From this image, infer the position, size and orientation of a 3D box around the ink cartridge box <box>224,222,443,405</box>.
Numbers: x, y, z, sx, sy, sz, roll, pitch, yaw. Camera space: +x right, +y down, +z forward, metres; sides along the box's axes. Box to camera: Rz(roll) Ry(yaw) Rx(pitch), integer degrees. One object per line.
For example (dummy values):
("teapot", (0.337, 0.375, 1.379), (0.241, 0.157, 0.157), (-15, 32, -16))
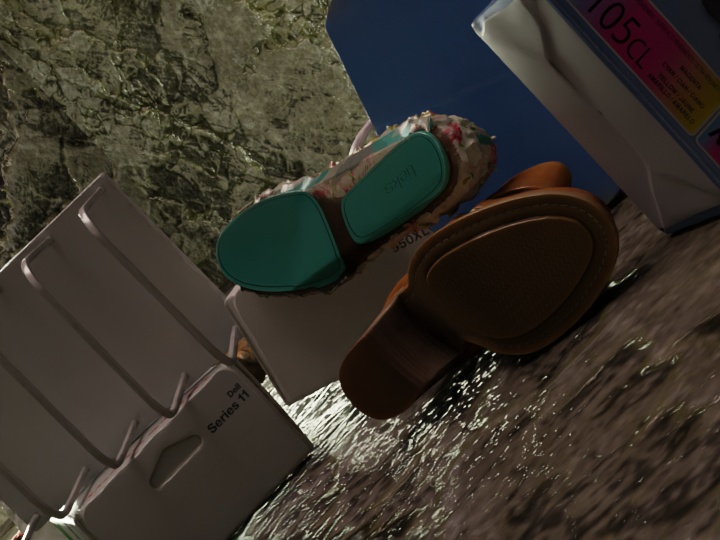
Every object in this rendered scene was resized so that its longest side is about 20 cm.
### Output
("ink cartridge box", (0.000, 0.000, 1.051), (0.144, 0.084, 0.200), (-29, 8, 9))

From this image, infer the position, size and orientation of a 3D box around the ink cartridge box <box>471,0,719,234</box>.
("ink cartridge box", (0.167, -0.137, 0.709), (0.200, 0.136, 0.076), (-47, 8, -20))

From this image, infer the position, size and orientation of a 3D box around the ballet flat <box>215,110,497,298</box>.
("ballet flat", (0.002, -0.033, 0.902), (0.200, 0.076, 0.064), (-22, -3, 40))

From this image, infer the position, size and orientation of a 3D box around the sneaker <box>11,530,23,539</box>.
("sneaker", (-0.264, 0.226, 1.513), (0.200, 0.071, 0.098), (-44, 8, 19))

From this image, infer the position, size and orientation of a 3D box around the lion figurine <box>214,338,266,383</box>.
("lion figurine", (-0.062, 0.052, 1.203), (0.122, 0.073, 0.200), (-12, 3, 40))

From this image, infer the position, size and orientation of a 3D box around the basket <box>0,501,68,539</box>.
("basket", (-0.221, 0.130, 1.278), (0.161, 0.198, 0.200), (-42, 0, -29))

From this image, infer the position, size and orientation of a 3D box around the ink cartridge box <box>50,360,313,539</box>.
("ink cartridge box", (-0.127, 0.144, 1.061), (0.147, 0.083, 0.200), (-46, 5, -16))

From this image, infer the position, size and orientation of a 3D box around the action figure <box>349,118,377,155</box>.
("action figure", (-0.004, -0.058, 1.393), (0.134, 0.149, 0.200), (-54, 23, -24))

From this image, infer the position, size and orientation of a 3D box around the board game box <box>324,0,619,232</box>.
("board game box", (0.075, -0.112, 0.894), (0.158, 0.201, 0.039), (-18, 14, 38))

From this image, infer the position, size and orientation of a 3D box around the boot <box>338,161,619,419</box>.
("boot", (0.083, -0.010, 0.804), (0.155, 0.077, 0.200), (-45, -3, -44))

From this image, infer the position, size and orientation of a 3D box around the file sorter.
("file sorter", (-0.187, 0.065, 0.962), (0.200, 0.139, 0.125), (-43, 9, 6))
